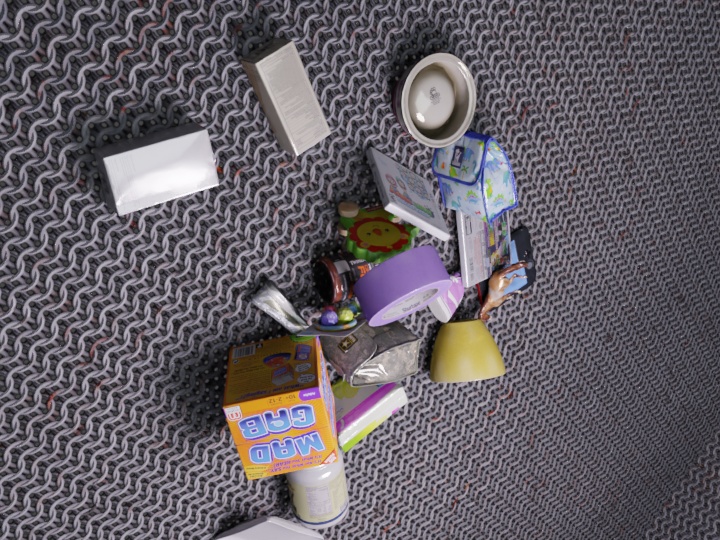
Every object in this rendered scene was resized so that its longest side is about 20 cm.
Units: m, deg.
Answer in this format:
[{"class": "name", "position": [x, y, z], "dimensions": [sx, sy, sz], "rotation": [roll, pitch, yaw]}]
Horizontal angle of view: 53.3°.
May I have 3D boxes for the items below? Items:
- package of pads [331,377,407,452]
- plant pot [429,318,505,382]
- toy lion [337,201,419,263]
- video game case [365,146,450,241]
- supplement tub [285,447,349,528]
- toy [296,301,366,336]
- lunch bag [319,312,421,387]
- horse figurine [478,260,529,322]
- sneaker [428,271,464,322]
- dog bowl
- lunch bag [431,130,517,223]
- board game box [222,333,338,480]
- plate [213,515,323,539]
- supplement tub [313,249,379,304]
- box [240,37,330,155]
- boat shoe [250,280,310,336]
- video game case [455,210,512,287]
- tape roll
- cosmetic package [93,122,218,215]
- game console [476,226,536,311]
[{"class": "package of pads", "position": [-0.010, 0.316, 1.714], "dimensions": [0.199, 0.154, 0.069], "rotation": [-34, 128, -19]}, {"class": "plant pot", "position": [0.269, 0.202, 1.859], "dimensions": [0.197, 0.199, 0.145], "rotation": [-6, 88, -32]}, {"class": "toy lion", "position": [0.050, -0.088, 1.559], "dimensions": [0.197, 0.192, 0.070], "rotation": [-18, 133, -28]}, {"class": "video game case", "position": [0.105, -0.169, 1.586], "dimensions": [0.198, 0.184, 0.024], "rotation": [24, 127, -38]}, {"class": "supplement tub", "position": [-0.107, 0.499, 1.727], "dimensions": [0.143, 0.144, 0.203], "rotation": [-21, 119, -26]}, {"class": "toy", "position": [-0.050, 0.100, 1.570], "dimensions": [0.200, 0.113, 0.048], "rotation": [-21, 108, -68]}, {"class": "lunch bag", "position": [0.014, 0.183, 1.668], "dimensions": [0.197, 0.164, 0.120], "rotation": [-14, 122, -30]}, {"class": "horse figurine", "position": [0.373, 0.045, 1.878], "dimensions": [0.131, 0.050, 0.202], "rotation": [-18, 142, -25]}, {"class": "sneaker", "position": [0.200, 0.021, 1.801], "dimensions": [0.114, 0.072, 0.202], "rotation": [-47, 132, -23]}, {"class": "dog bowl", "position": [0.157, -0.376, 1.584], "dimensions": [0.197, 0.074, 0.204], "rotation": [-8, 108, -26]}, {"class": "lunch bag", "position": [0.260, -0.232, 1.666], "dimensions": [0.126, 0.169, 0.203], "rotation": [-31, 124, -24]}, {"class": "board game box", "position": [-0.164, 0.282, 1.519], "dimensions": [0.196, 0.201, 0.203], "rotation": [-11, 119, 1]}, {"class": "plate", "position": [-0.220, 0.637, 1.722], "dimensions": [0.198, 0.033, 0.199], "rotation": [-30, 135, 28]}, {"class": "supplement tub", "position": [0.000, 0.000, 1.620], "dimensions": [0.197, 0.107, 0.109], "rotation": [-18, 119, -28]}, {"class": "box", "position": [-0.144, -0.338, 1.399], "dimensions": [0.094, 0.077, 0.202], "rotation": [-35, 125, -18]}, {"class": "boat shoe", "position": [-0.163, 0.109, 1.578], "dimensions": [0.064, 0.074, 0.203], "rotation": [-39, 125, -4]}, {"class": "video game case", "position": [0.318, -0.080, 1.832], "dimensions": [0.180, 0.023, 0.204], "rotation": [-21, 112, -35]}, {"class": "tape roll", "position": [0.089, 0.034, 1.517], "dimensions": [0.197, 0.086, 0.200], "rotation": [-25, 164, -8]}, {"class": "cosmetic package", "position": [-0.368, -0.188, 1.305], "dimensions": [0.198, 0.081, 0.115], "rotation": [-21, 120, -28]}, {"class": "game console", "position": [0.392, -0.002, 1.941], "dimensions": [0.198, 0.031, 0.179], "rotation": [-30, 124, -22]}]
